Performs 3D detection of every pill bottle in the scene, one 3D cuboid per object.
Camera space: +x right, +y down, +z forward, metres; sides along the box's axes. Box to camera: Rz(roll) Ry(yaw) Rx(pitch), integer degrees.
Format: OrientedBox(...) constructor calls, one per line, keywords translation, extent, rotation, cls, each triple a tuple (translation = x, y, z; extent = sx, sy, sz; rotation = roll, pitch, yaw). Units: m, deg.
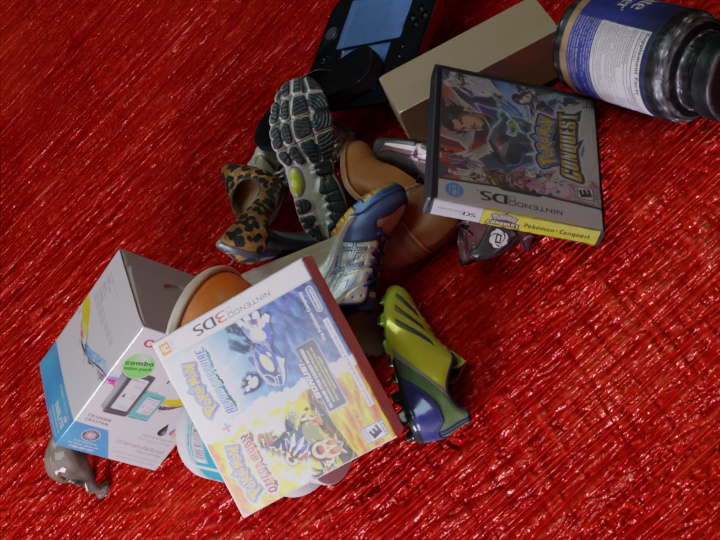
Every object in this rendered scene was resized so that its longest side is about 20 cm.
OrientedBox(translation=(-0.101, 0.184, 1.326), extent=(0.199, 0.111, 0.112), rotation=(3, 66, 43), cls="pill bottle")
OrientedBox(translation=(0.298, -0.212, 1.223), extent=(0.200, 0.112, 0.112), rotation=(29, 84, 48), cls="pill bottle")

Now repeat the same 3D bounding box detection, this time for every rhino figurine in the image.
OrientedBox(translation=(-0.362, 0.192, 1.576), extent=(0.060, 0.087, 0.201), rotation=(-24, 50, 28), cls="rhino figurine")

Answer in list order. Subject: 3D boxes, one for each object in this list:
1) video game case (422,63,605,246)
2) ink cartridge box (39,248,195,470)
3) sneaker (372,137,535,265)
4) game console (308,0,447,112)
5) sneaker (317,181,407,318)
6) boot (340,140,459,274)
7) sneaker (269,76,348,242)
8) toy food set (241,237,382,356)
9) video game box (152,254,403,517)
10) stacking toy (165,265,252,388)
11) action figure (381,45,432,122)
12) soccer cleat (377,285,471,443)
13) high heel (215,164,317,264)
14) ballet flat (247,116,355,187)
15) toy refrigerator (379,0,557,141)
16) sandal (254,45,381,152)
OrientedBox(translation=(0.157, -0.122, 1.246), extent=(0.026, 0.179, 0.201), rotation=(107, 172, -50), cls="video game case")
OrientedBox(translation=(-0.268, 0.109, 1.474), extent=(0.200, 0.146, 0.146), rotation=(-51, 40, 22), cls="ink cartridge box")
OrientedBox(translation=(0.098, -0.068, 1.287), extent=(0.198, 0.076, 0.116), rotation=(16, 96, 9), cls="sneaker")
OrientedBox(translation=(0.013, -0.279, 1.517), extent=(0.199, 0.031, 0.178), rotation=(0, 61, 48), cls="game console")
OrientedBox(translation=(0.000, 0.000, 1.328), extent=(0.088, 0.075, 0.201), rotation=(42, 103, 25), cls="sneaker")
OrientedBox(translation=(0.067, -0.108, 1.399), extent=(0.154, 0.074, 0.201), rotation=(-37, 54, 18), cls="boot")
OrientedBox(translation=(-0.062, -0.131, 1.466), extent=(0.077, 0.080, 0.202), rotation=(-10, 93, 1), cls="sneaker")
OrientedBox(translation=(-0.065, 0.056, 1.427), extent=(0.199, 0.060, 0.145), rotation=(-21, 62, 33), cls="toy food set")
OrientedBox(translation=(-0.083, 0.115, 1.212), extent=(0.181, 0.047, 0.201), rotation=(-30, 88, 13), cls="video game box")
OrientedBox(translation=(-0.094, 0.088, 1.283), extent=(0.199, 0.146, 0.147), rotation=(17, 75, 25), cls="stacking toy")
OrientedBox(translation=(0.068, -0.215, 1.481), extent=(0.118, 0.055, 0.201), rotation=(-42, 44, 17), cls="action figure")
OrientedBox(translation=(0.068, 0.094, 1.281), extent=(0.083, 0.065, 0.201), rotation=(-17, 47, 5), cls="soccer cleat")
OrientedBox(translation=(-0.155, -0.079, 1.500), extent=(0.200, 0.142, 0.072), rotation=(45, 121, 35), cls="high heel")
OrientedBox(translation=(-0.096, -0.151, 1.579), extent=(0.199, 0.072, 0.072), rotation=(-24, 49, 30), cls="ballet flat")
OrientedBox(translation=(0.130, -0.220, 1.380), extent=(0.199, 0.070, 0.076), rotation=(-28, 45, 2), cls="toy refrigerator")
OrientedBox(translation=(-0.062, -0.219, 1.505), extent=(0.200, 0.043, 0.077), rotation=(-33, 45, 28), cls="sandal")
